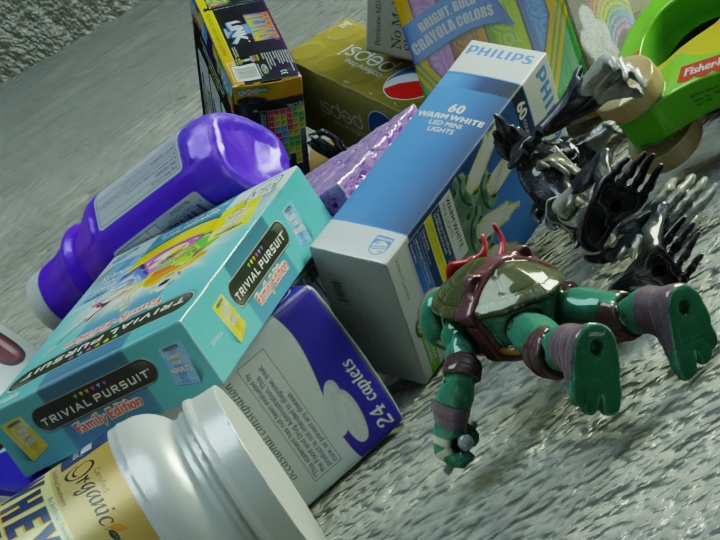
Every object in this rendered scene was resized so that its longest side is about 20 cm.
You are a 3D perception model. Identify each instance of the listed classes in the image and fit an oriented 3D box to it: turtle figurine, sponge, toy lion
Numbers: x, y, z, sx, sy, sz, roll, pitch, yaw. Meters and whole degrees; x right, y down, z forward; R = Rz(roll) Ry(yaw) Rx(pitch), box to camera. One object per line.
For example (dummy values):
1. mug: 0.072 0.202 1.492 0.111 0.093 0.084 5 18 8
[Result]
1. turtle figurine: 0.086 0.039 1.424 0.150 0.101 0.200 -41 21 -27
2. sponge: -0.045 -0.030 1.729 0.200 0.030 0.112 -31 12 41
3. toy lion: 0.252 -0.167 1.652 0.200 0.069 0.192 -17 39 36

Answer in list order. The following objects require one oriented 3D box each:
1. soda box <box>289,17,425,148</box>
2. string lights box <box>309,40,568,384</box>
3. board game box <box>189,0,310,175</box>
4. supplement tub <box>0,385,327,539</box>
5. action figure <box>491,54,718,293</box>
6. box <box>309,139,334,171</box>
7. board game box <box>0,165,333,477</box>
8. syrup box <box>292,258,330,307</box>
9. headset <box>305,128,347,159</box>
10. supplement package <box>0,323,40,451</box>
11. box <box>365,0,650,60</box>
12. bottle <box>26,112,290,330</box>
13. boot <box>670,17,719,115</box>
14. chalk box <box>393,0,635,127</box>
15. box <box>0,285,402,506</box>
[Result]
1. soda box: 0.027 -0.122 1.988 0.068 0.064 0.200 -32 34 -23
2. string lights box: 0.054 -0.039 1.652 0.059 0.103 0.200 13 50 32
3. board game box: -0.081 -0.107 2.038 0.057 0.166 0.200 -11 29 -8
4. supplement tub: -0.122 0.163 1.367 0.200 0.144 0.144 -34 14 1
5. action figure: 0.146 -0.053 1.550 0.102 0.119 0.200 -39 21 4
6. box: 0.051 -0.105 2.072 0.200 0.021 0.164 -28 20 10
7. board game box: -0.115 0.027 1.574 0.151 0.047 0.200 -26 16 29
8. syrup box: 0.000 0.000 1.770 0.081 0.079 0.200 -22 18 44
9. headset: -0.062 0.000 1.878 0.200 0.094 0.124 -46 11 3
10. supplement package: -0.281 0.144 1.706 0.111 0.156 0.200 29 56 29
11. box: 0.106 -0.185 1.938 0.200 0.082 0.068 12 25 26
12. bottle: -0.134 -0.026 1.720 0.083 0.065 0.200 15 -40 -44
13. boot: 0.274 -0.177 1.798 0.200 0.069 0.174 -25 11 19
14. chalk box: 0.099 -0.194 1.824 0.124 0.200 0.124 -22 -9 27
15. box: -0.110 0.109 1.605 0.200 0.105 0.184 -41 15 -23
